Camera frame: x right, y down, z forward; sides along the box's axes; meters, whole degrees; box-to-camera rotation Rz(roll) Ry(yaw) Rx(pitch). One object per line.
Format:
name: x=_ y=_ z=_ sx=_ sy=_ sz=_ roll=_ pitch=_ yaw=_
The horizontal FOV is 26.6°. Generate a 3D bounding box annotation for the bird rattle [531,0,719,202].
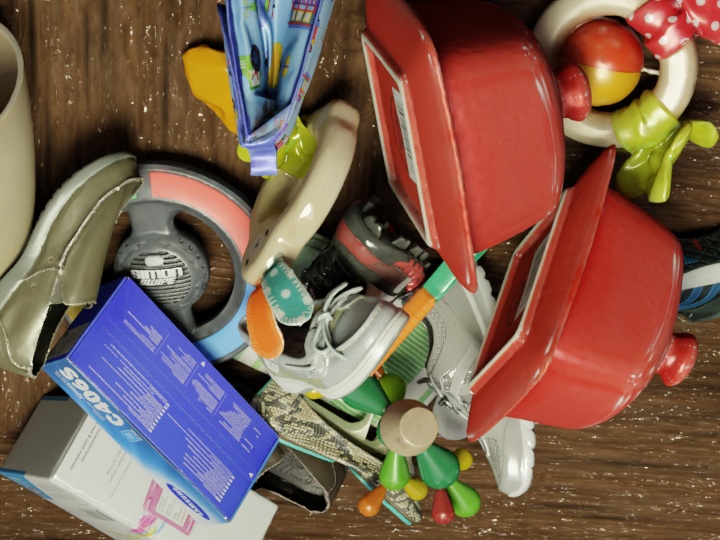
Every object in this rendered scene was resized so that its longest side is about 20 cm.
bird rattle: x=0.205 y=-0.155 z=1.141 sx=0.163 sy=0.113 sz=0.200 roll=12 pitch=123 yaw=11

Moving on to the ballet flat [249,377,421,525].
ballet flat: x=-0.004 y=0.151 z=1.347 sx=0.200 sy=0.068 sz=0.075 roll=35 pitch=94 yaw=-20

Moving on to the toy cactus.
toy cactus: x=0.024 y=0.132 z=1.249 sx=0.102 sy=0.165 sz=0.200 roll=-34 pitch=89 yaw=-11

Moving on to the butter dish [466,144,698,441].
butter dish: x=0.183 y=0.042 z=1.151 sx=0.148 sy=0.200 sz=0.199 roll=23 pitch=155 yaw=-3

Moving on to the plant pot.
plant pot: x=-0.323 y=-0.065 z=1.152 sx=0.187 sy=0.187 sz=0.200 roll=-5 pitch=139 yaw=2

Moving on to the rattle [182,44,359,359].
rattle: x=-0.087 y=-0.055 z=1.136 sx=0.130 sy=0.200 sz=0.143 roll=-3 pitch=147 yaw=49

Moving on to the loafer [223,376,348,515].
loafer: x=-0.096 y=0.157 z=1.363 sx=0.200 sy=0.071 sz=0.073 roll=25 pitch=121 yaw=-18

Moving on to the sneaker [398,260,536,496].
sneaker: x=0.088 y=0.095 z=1.266 sx=0.082 sy=0.200 sz=0.075 roll=-16 pitch=164 yaw=-7

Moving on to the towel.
towel: x=-0.009 y=0.058 z=1.326 sx=0.200 sy=0.023 sz=0.153 roll=28 pitch=120 yaw=-20

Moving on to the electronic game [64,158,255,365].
electronic game: x=-0.164 y=-0.001 z=1.258 sx=0.200 sy=0.042 sz=0.200 roll=2 pitch=121 yaw=4

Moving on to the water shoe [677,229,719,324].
water shoe: x=0.267 y=0.016 z=1.276 sx=0.200 sy=0.072 sz=0.079 roll=-8 pitch=127 yaw=4

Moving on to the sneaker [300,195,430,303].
sneaker: x=0.000 y=0.000 z=1.182 sx=0.098 sy=0.200 sz=0.071 roll=-39 pitch=81 yaw=-1

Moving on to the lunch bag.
lunch bag: x=-0.056 y=-0.164 z=1.041 sx=0.094 sy=0.151 sz=0.200 roll=3 pitch=93 yaw=-3

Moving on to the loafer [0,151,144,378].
loafer: x=-0.223 y=-0.001 z=1.177 sx=0.070 sy=0.075 sz=0.200 roll=36 pitch=95 yaw=10

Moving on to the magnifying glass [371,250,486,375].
magnifying glass: x=0.069 y=0.005 z=1.221 sx=0.022 sy=0.080 sz=0.200 roll=43 pitch=82 yaw=6

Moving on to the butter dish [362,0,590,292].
butter dish: x=0.094 y=-0.115 z=1.104 sx=0.148 sy=0.199 sz=0.200 roll=-14 pitch=116 yaw=-6

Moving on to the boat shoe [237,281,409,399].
boat shoe: x=-0.031 y=0.049 z=1.145 sx=0.065 sy=0.202 sz=0.074 roll=40 pitch=71 yaw=-16

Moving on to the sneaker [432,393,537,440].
sneaker: x=0.147 y=0.101 z=1.318 sx=0.200 sy=0.080 sz=0.070 roll=-34 pitch=142 yaw=23

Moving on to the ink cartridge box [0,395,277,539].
ink cartridge box: x=-0.194 y=0.193 z=1.338 sx=0.200 sy=0.085 sz=0.144 roll=37 pitch=159 yaw=-23

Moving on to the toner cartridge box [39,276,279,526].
toner cartridge box: x=-0.160 y=0.109 z=1.247 sx=0.043 sy=0.095 sz=0.200 roll=-16 pitch=122 yaw=45
